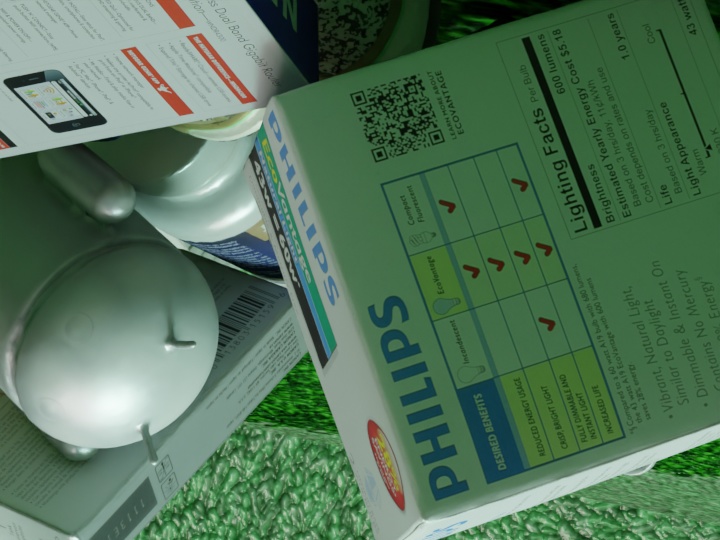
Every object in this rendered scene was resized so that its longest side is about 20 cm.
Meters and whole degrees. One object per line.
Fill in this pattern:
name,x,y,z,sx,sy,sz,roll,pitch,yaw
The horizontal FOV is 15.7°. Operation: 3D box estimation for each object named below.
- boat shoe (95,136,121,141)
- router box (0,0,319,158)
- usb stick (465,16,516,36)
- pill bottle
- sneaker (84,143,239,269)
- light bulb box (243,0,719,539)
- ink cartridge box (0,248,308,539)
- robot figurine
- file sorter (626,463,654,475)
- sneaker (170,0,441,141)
boat shoe,-0.164,-0.130,1.225,0.072,0.072,0.200,4,161,18
router box,-0.133,-0.121,1.087,0.179,0.049,0.200,-9,153,16
usb stick,0.105,-0.028,1.243,0.055,0.200,0.033,-29,172,-12
pill bottle,-0.064,-0.061,1.419,0.111,0.111,0.200,5,169,27
sneaker,-0.134,-0.055,1.696,0.080,0.076,0.200,17,172,35
light bulb box,0.076,-0.001,1.150,0.200,0.198,0.125,-17,170,-13
ink cartridge box,-0.154,0.062,1.431,0.173,0.200,0.044,20,142,32
robot figurine,-0.148,0.014,1.329,0.113,0.170,0.200,-17,-138,-33
file sorter,0.114,0.063,1.717,0.139,0.125,0.200,28,-165,33
sneaker,-0.054,-0.119,1.238,0.089,0.077,0.200,29,154,-36
